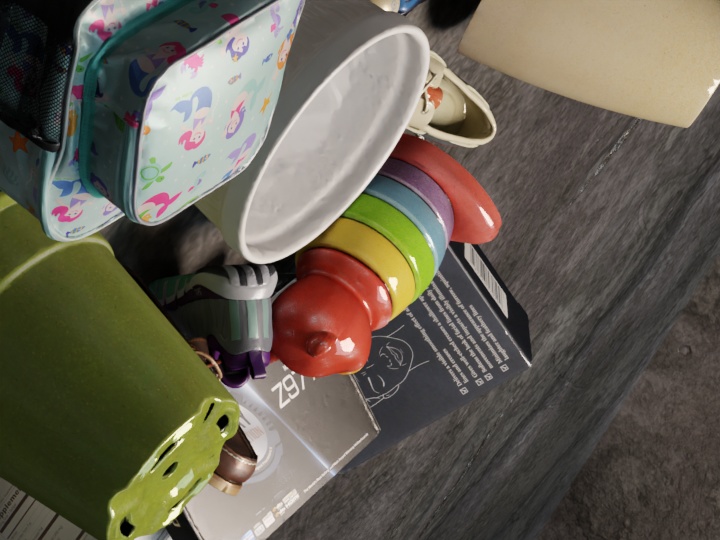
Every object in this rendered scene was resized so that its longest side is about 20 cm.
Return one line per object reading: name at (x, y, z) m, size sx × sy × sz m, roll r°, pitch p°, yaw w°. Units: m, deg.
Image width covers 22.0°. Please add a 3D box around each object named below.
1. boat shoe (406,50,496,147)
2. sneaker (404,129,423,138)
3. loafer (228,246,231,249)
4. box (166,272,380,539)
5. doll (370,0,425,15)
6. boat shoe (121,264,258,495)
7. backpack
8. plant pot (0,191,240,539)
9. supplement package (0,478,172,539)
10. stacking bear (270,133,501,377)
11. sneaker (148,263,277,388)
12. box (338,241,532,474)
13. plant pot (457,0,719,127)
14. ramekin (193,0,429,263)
boat shoe at (0.044, -0.145, 1.493) m, size 0.200 × 0.062 × 0.071 m, roll 26°, pitch 88°, yaw -59°
sneaker at (0.041, -0.080, 1.633) m, size 0.074 × 0.088 × 0.200 m, roll -39°, pitch 157°, yaw -31°
loafer at (-0.042, -0.065, 1.500) m, size 0.070 × 0.068 × 0.200 m, roll -39°, pitch 176°, yaw 35°
box at (-0.091, 0.121, 1.478) m, size 0.200 × 0.043 × 0.161 m, roll -39°, pitch 114°, yaw -34°
doll at (0.052, -0.238, 1.406) m, size 0.200 × 0.048 × 0.137 m, roll -40°, pitch 159°, yaw -42°
boat shoe at (-0.135, 0.073, 1.305) m, size 0.070 × 0.200 × 0.070 m, roll -49°, pitch 152°, yaw 4°
backpack at (-0.133, -0.112, 1.049) m, size 0.177 × 0.150 × 0.200 m, roll -37°, pitch 162°, yaw -42°
plant pot at (-0.184, 0.074, 1.197) m, size 0.200 × 0.190 × 0.200 m, roll -46°, pitch 161°, yaw -20°
supplement package at (-0.227, 0.223, 1.510) m, size 0.156 × 0.111 × 0.200 m, roll -54°, pitch 162°, yaw 9°
stacking bear at (0.000, 0.000, 1.400) m, size 0.114 × 0.121 × 0.200 m, roll 56°, pitch 51°, yaw -29°
sneaker at (-0.113, 0.046, 1.383) m, size 0.074 × 0.088 × 0.200 m, roll -3°, pitch 176°, yaw -17°
box at (0.025, 0.052, 1.594) m, size 0.200 × 0.149 × 0.107 m, roll -30°, pitch -161°, yaw 14°
plant pot at (0.213, -0.210, 1.548) m, size 0.188 × 0.200 × 0.187 m, roll -57°, pitch 177°, yaw -4°
ramekin at (-0.053, -0.115, 1.294) m, size 0.200 × 0.105 × 0.200 m, roll -45°, pitch 162°, yaw -19°
